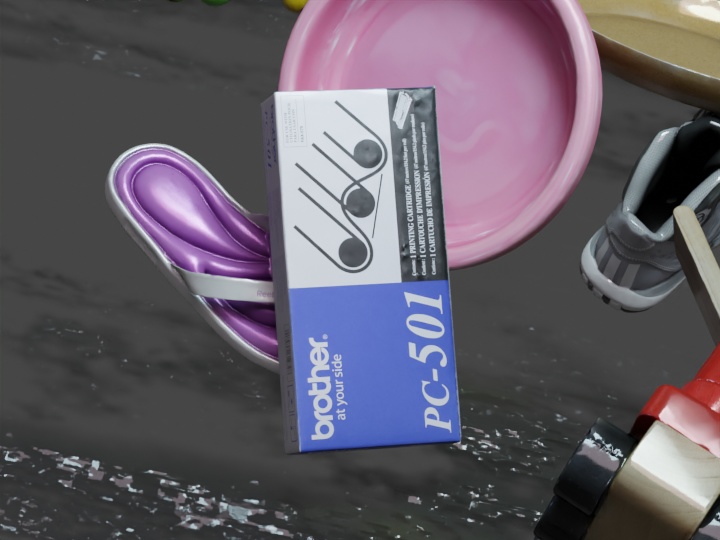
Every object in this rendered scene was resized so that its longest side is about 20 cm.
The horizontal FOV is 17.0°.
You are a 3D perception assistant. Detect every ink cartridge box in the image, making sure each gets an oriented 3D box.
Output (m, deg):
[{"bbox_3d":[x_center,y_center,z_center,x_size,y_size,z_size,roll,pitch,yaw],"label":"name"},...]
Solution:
[{"bbox_3d":[0.000,0.000,1.347,0.094,0.044,0.200,-3,85,-13],"label":"ink cartridge box"}]

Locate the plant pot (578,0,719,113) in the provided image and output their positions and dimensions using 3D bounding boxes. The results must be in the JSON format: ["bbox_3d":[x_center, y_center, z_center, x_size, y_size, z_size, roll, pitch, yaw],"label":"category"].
[{"bbox_3d":[0.203,-0.130,1.443,0.200,0.028,0.200,13,21,-5],"label":"plant pot"}]

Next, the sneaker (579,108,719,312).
[{"bbox_3d":[0.213,-0.066,1.424,0.075,0.116,0.200,36,61,12],"label":"sneaker"}]

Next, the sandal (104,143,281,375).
[{"bbox_3d":[-0.066,-0.005,1.381,0.203,0.050,0.082,35,62,10],"label":"sandal"}]

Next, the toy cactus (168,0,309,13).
[{"bbox_3d":[-0.071,-0.231,1.500,0.200,0.102,0.165,16,48,10],"label":"toy cactus"}]

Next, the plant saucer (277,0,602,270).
[{"bbox_3d":[0.049,-0.099,1.405,0.200,0.051,0.201,-1,88,24],"label":"plant saucer"}]

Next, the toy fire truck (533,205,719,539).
[{"bbox_3d":[0.167,0.086,1.292,0.129,0.176,0.200,33,60,11],"label":"toy fire truck"}]

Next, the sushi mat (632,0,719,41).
[{"bbox_3d":[0.241,-0.165,1.546,0.200,0.012,0.096,14,60,0],"label":"sushi mat"}]
